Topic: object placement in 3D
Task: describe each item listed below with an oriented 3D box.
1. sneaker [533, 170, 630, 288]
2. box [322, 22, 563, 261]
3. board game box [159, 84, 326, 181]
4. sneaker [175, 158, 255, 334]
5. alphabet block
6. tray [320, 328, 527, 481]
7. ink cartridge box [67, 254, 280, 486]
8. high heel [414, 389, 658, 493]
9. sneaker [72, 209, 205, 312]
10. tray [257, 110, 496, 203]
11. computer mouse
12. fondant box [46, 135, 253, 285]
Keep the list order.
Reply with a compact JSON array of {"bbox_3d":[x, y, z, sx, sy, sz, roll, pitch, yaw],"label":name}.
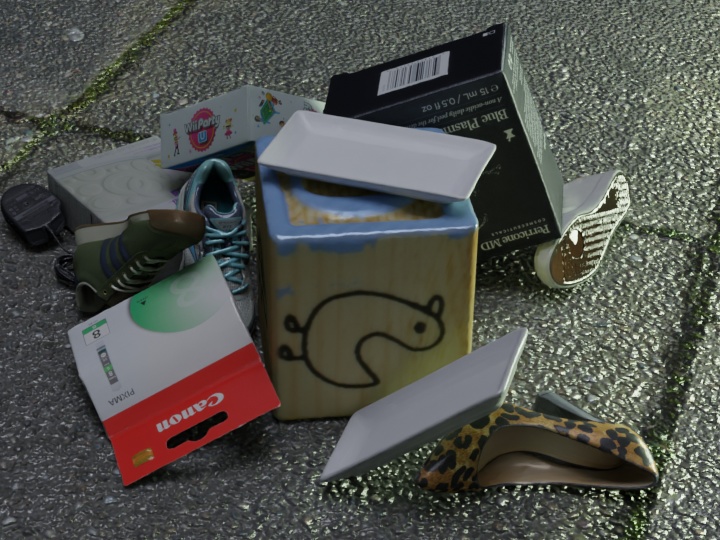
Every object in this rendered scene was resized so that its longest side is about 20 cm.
[{"bbox_3d":[0.217,-0.039,1.723,0.084,0.073,0.200,-3,26,34],"label":"sneaker"},{"bbox_3d":[0.088,-0.117,1.651,0.195,0.201,0.118,-16,29,16],"label":"box"},{"bbox_3d":[-0.094,-0.140,1.734,0.199,0.065,0.147,7,-13,-44],"label":"board game box"},{"bbox_3d":[-0.145,-0.021,1.607,0.077,0.087,0.201,-3,60,-21],"label":"sneaker"},{"bbox_3d":[0.000,0.000,1.522,0.193,0.202,0.197,-3,33,-5],"label":"alphabet block"},{"bbox_3d":[0.059,0.122,1.393,0.199,0.022,0.108,-30,15,30],"label":"tray"},{"bbox_3d":[-0.175,0.086,1.478,0.160,0.050,0.200,-28,35,-2],"label":"ink cartridge box"},{"bbox_3d":[0.155,0.168,1.385,0.199,0.072,0.142,-20,37,-37],"label":"high heel"},{"bbox_3d":[-0.219,-0.003,1.574,0.067,0.091,0.199,13,-14,-39],"label":"sneaker"},{"bbox_3d":[0.015,-0.099,1.470,0.198,0.022,0.108,11,34,16],"label":"tray"},{"bbox_3d":[-0.324,-0.030,1.722,0.058,0.034,0.200,-30,50,-21],"label":"computer mouse"},{"bbox_3d":[-0.228,-0.065,1.746,0.143,0.059,0.200,-22,41,-31],"label":"fondant box"}]
